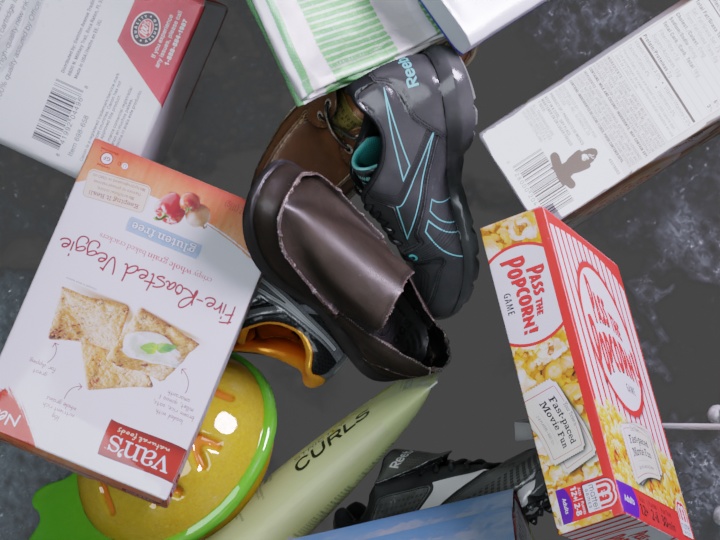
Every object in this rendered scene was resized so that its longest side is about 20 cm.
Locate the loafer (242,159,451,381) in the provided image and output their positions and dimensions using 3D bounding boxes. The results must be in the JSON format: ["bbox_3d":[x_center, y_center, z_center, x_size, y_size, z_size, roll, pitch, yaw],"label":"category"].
[{"bbox_3d":[0.000,0.000,1.619,0.071,0.200,0.073,7,60,43],"label":"loafer"}]

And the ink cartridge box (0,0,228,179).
[{"bbox_3d":[-0.212,-0.155,1.712,0.200,0.084,0.145,25,96,6],"label":"ink cartridge box"}]

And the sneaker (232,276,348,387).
[{"bbox_3d":[-0.089,0.011,1.690,0.199,0.078,0.077,21,62,8],"label":"sneaker"}]

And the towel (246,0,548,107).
[{"bbox_3d":[0.015,-0.209,1.631,0.200,0.023,0.153,-26,86,-18],"label":"towel"}]

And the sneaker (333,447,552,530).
[{"bbox_3d":[0.055,0.149,1.673,0.200,0.066,0.091,-35,76,30],"label":"sneaker"}]

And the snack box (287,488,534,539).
[{"bbox_3d":[0.049,0.249,1.641,0.168,0.068,0.200,-15,126,12],"label":"snack box"}]

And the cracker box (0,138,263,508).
[{"bbox_3d":[-0.147,0.034,1.621,0.134,0.058,0.200,22,79,0],"label":"cracker box"}]

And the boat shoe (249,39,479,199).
[{"bbox_3d":[-0.005,-0.106,1.689,0.072,0.068,0.200,42,98,5],"label":"boat shoe"}]

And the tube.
[{"bbox_3d":[-0.019,0.129,1.703,0.200,0.052,0.058,-42,46,13],"label":"tube"}]

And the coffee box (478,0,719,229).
[{"bbox_3d":[0.185,-0.107,1.637,0.200,0.114,0.080,-33,85,8],"label":"coffee box"}]

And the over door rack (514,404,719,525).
[{"bbox_3d":[0.205,0.165,1.673,0.199,0.067,0.148,-2,91,23],"label":"over door rack"}]

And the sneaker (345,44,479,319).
[{"bbox_3d":[0.030,-0.053,1.650,0.079,0.075,0.200,-14,123,-16],"label":"sneaker"}]

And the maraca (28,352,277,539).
[{"bbox_3d":[-0.140,0.136,1.693,0.200,0.107,0.137,-44,47,0],"label":"maraca"}]

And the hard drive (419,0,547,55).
[{"bbox_3d":[0.103,-0.241,1.635,0.200,0.025,0.132,-34,86,-26],"label":"hard drive"}]

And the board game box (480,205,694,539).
[{"bbox_3d":[0.142,0.076,1.583,0.046,0.151,0.201,-21,69,18],"label":"board game box"}]
